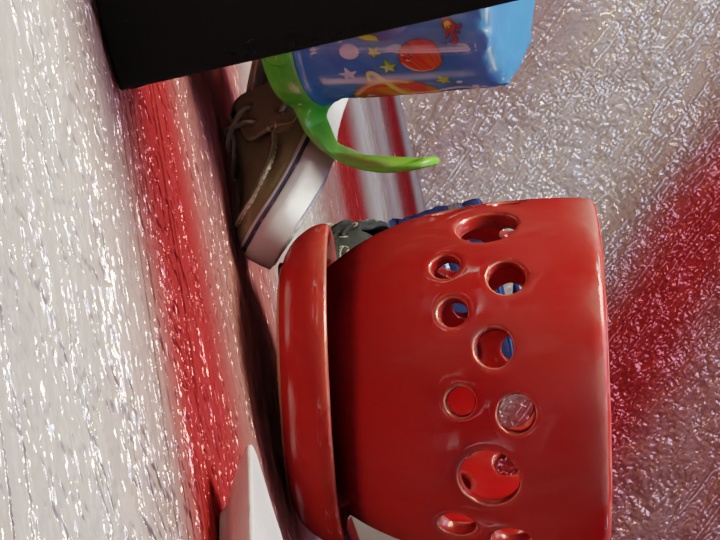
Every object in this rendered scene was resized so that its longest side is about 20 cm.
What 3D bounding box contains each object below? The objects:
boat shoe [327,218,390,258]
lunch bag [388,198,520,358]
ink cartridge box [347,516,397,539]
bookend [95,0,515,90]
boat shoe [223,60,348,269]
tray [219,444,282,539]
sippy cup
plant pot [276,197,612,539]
[{"bbox_3d":[0.001,0.002,1.717,0.199,0.066,0.075,-73,151,-81],"label":"boat shoe"},{"bbox_3d":[0.116,0.029,2.658,0.136,0.131,0.201,-94,170,-60],"label":"lunch bag"},{"bbox_3d":[0.043,0.184,1.545,0.200,0.082,0.148,68,2,-65],"label":"ink cartridge box"},{"bbox_3d":[-0.033,-0.205,1.030,0.092,0.197,0.201,-85,161,-69],"label":"bookend"},{"bbox_3d":[-0.050,-0.078,1.374,0.072,0.062,0.201,-55,-167,36],"label":"boat shoe"},{"bbox_3d":[-0.034,0.189,1.068,0.108,0.022,0.201,-96,172,-59],"label":"tray"},{"bbox_3d":[0.025,-0.154,1.296,0.140,0.129,0.179,-66,153,-43],"label":"sippy cup"},{"bbox_3d":[0.048,0.064,1.310,0.200,0.181,0.202,-4,90,-88],"label":"plant pot"}]
